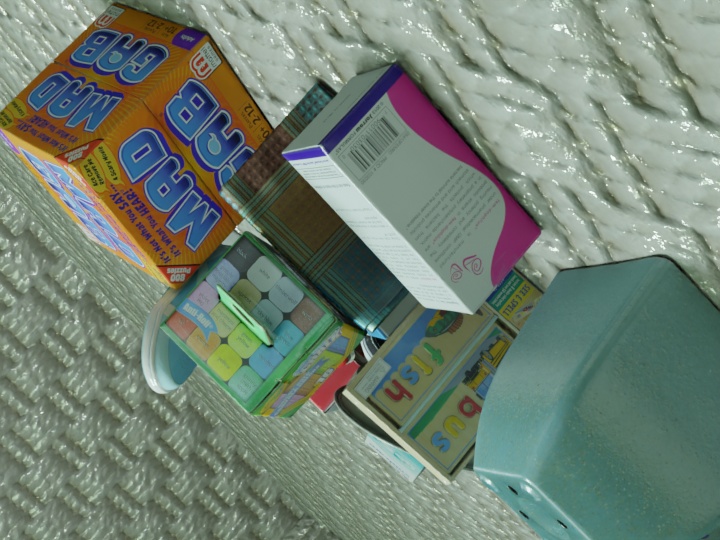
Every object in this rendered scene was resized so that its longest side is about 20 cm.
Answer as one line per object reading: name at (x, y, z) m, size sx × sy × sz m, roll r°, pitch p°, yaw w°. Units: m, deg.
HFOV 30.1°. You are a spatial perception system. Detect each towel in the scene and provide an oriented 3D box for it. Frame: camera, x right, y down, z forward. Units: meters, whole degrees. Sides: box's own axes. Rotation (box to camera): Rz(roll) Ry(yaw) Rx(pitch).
towel at (-0.015, -0.058, 1.253) m, size 0.200 × 0.147 × 0.022 m, roll 43°, pitch -179°, yaw 2°

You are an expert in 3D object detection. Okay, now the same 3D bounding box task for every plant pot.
plant pot at (0.209, 0.132, 1.108) m, size 0.196 × 0.200 × 0.196 m, roll 45°, pitch 164°, yaw -10°

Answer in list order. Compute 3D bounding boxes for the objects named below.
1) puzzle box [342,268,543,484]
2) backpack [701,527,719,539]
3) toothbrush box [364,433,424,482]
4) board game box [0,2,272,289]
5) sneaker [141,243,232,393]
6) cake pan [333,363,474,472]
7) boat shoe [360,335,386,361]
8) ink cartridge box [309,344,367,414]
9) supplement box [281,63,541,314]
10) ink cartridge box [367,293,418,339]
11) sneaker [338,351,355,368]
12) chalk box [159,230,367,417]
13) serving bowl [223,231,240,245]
puzzle box at (0.096, 0.084, 1.259) m, size 0.133 × 0.200 × 0.025 m, roll 41°, pitch 165°, yaw 0°
backpack at (0.307, 0.250, 1.279) m, size 0.177 × 0.151 × 0.200 m, roll 41°, pitch 172°, yaw -7°
toothbrush box at (0.087, 0.162, 1.601) m, size 0.085 × 0.147 × 0.200 m, roll 39°, pitch 166°, yaw 9°
board game box at (-0.239, -0.141, 1.479) m, size 0.200 × 0.200 × 0.200 m, roll 26°, pitch 158°, yaw 46°
sneaker at (-0.150, 0.047, 1.450) m, size 0.130 × 0.201 × 0.080 m, roll 0°, pitch 141°, yaw 29°
cake pan at (0.071, 0.149, 1.399) m, size 0.199 × 0.037 × 0.200 m, roll 19°, pitch -168°, yaw -4°
boat shoe at (0.077, 0.096, 1.344) m, size 0.200 × 0.072 × 0.068 m, roll 34°, pitch 163°, yaw 32°
ink cartridge box at (-0.081, 0.074, 1.603) m, size 0.200 × 0.084 × 0.176 m, roll 42°, pitch -176°, yaw 9°
supplement box at (0.045, -0.067, 1.158) m, size 0.200 × 0.101 × 0.103 m, roll 47°, pitch 164°, yaw -16°
ink cartridge box at (0.000, 0.000, 1.426) m, size 0.068 × 0.116 × 0.200 m, roll 48°, pitch 164°, yaw -21°
sneaker at (-0.085, 0.098, 1.472) m, size 0.200 × 0.085 × 0.077 m, roll -11°, pitch 120°, yaw 48°
chalk box at (-0.093, 0.054, 1.257) m, size 0.124 × 0.124 × 0.200 m, roll 44°, pitch -177°, yaw 14°
serving bowl at (-0.180, 0.017, 2.026) m, size 0.200 × 0.066 × 0.200 m, roll 38°, pitch 164°, yaw 13°
